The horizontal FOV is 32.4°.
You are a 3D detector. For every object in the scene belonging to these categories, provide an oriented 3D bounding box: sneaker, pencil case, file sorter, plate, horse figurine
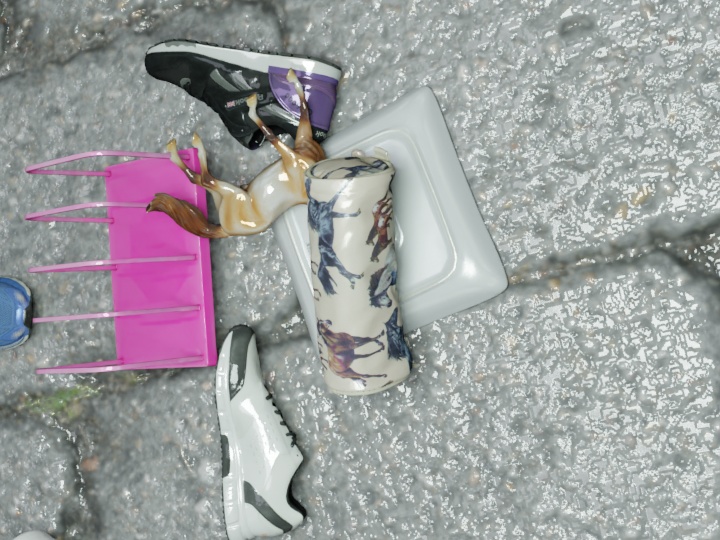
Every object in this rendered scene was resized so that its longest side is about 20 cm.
[{"bbox_3d":[-0.092,0.150,1.158,0.079,0.074,0.203,-6,92,5],"label":"sneaker"},{"bbox_3d":[0.000,0.000,1.065,0.077,0.089,0.203,7,108,44],"label":"pencil case"},{"bbox_3d":[-0.230,-0.006,1.154,0.138,0.124,0.203,-6,88,42],"label":"file sorter"},{"bbox_3d":[-0.423,0.041,1.270,0.197,0.089,0.080,4,93,21],"label":"sneaker"},{"bbox_3d":[0.010,-0.038,1.129,0.198,0.032,0.202,-24,82,20],"label":"plate"},{"bbox_3d":[-0.119,-0.161,1.153,0.197,0.076,0.089,11,90,21],"label":"sneaker"},{"bbox_3d":[-0.091,-0.084,1.110,0.198,0.050,0.133,-29,109,10],"label":"horse figurine"}]

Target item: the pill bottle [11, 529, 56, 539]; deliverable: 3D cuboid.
[{"bbox_3d":[-0.271,0.350,1.196,0.198,0.114,0.116,29,100,19],"label":"pill bottle"}]
